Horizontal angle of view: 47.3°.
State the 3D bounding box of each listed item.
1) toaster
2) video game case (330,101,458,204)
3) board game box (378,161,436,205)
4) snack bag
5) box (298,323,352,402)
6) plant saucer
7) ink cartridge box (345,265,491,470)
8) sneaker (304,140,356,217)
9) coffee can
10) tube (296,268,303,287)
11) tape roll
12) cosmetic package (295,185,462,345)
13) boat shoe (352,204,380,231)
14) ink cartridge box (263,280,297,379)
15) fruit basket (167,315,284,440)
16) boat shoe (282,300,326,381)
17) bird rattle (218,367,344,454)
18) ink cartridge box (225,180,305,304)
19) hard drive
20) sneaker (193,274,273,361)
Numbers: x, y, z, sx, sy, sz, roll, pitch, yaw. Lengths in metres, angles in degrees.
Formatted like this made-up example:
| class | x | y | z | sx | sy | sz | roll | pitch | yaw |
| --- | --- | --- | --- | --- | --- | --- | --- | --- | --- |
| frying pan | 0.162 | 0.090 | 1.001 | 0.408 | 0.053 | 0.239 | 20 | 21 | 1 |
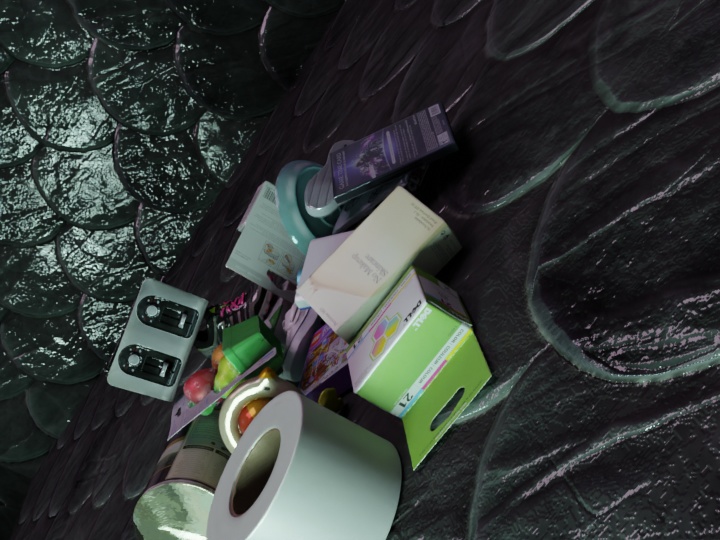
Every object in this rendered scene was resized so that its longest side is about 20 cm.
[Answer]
| class | x | y | z | sx | sy | sz | roll | pitch | yaw |
| --- | --- | --- | --- | --- | --- | --- | --- | --- | --- |
| toaster | -0.342 | 0.116 | 1.371 | 0.200 | 0.119 | 0.181 | 165 | 125 | -75 |
| video game case | 0.047 | -0.184 | 1.276 | 0.200 | 0.019 | 0.143 | -24 | 34 | 13 |
| board game box | 0.067 | -0.172 | 1.420 | 0.136 | 0.035 | 0.200 | -64 | 19 | -15 |
| snack bag | 0.041 | -0.160 | 1.352 | 0.200 | 0.021 | 0.189 | -33 | 25 | 46 |
| box | -0.017 | 0.110 | 1.196 | 0.200 | 0.039 | 0.137 | -41 | 25 | 42 |
| plant saucer | -0.062 | -0.100 | 1.392 | 0.027 | 0.200 | 0.200 | -26 | 35 | 37 |
| ink cartridge box | 0.062 | 0.105 | 0.951 | 0.148 | 0.076 | 0.200 | -53 | 18 | 16 |
| sneaker | -0.036 | -0.138 | 1.359 | 0.073 | 0.071 | 0.200 | 3 | 39 | 20 |
| coffee can | -0.235 | 0.312 | 1.221 | 0.146 | 0.146 | 0.200 | -51 | 11 | 21 |
| tube | 0.000 | 0.000 | 1.232 | 0.200 | 0.050 | 0.078 | -14 | 47 | 27 |
| tape roll | -0.066 | 0.257 | 0.943 | 0.203 | 0.139 | 0.203 | -48 | 22 | 27 |
| cosmetic package | 0.025 | -0.002 | 1.090 | 0.200 | 0.073 | 0.104 | -46 | 52 | -3 |
| boat shoe | 0.000 | -0.022 | 1.303 | 0.200 | 0.072 | 0.068 | -64 | 19 | -15 |
| ink cartridge box | -0.157 | 0.129 | 1.451 | 0.200 | 0.083 | 0.147 | -42 | 24 | 41 |
| fruit basket | -0.206 | 0.166 | 1.253 | 0.200 | 0.094 | 0.185 | -45 | 14 | 1 |
| boat shoe | -0.092 | 0.088 | 1.339 | 0.065 | 0.074 | 0.200 | 7 | 56 | 27 |
| bird rattle | -0.119 | 0.222 | 1.123 | 0.200 | 0.163 | 0.113 | -42 | 5 | 18 |
| ink cartridge box | -0.119 | -0.029 | 1.414 | 0.045 | 0.200 | 0.176 | -25 | 38 | 59 |
| hard drive | 0.010 | -0.013 | 1.187 | 0.200 | 0.025 | 0.132 | -12 | 41 | 23 |
| sneaker | -0.226 | 0.079 | 1.432 | 0.200 | 0.087 | 0.074 | -52 | 19 | 20 |
